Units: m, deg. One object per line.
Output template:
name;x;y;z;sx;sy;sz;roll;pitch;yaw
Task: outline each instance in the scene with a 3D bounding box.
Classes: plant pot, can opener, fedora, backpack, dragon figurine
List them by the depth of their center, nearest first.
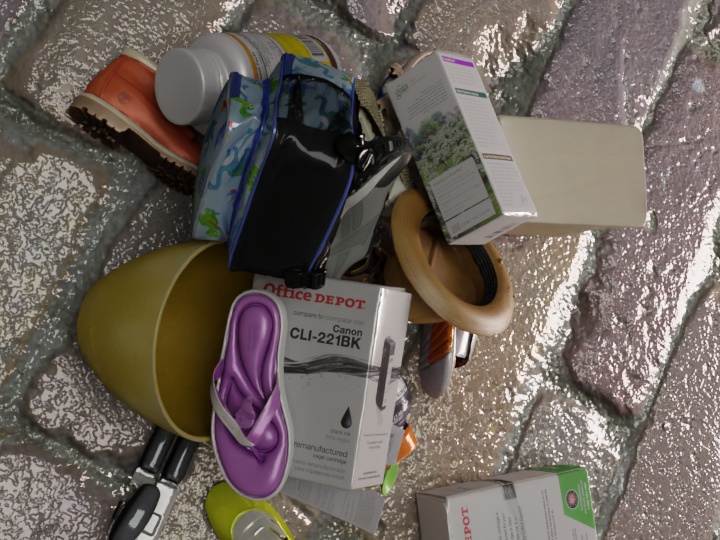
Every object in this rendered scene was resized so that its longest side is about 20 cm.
backpack;-0.076;-0.109;0.997;0.147;0.183;0.200;17;35;-8
plant pot;-0.198;0.061;1.058;0.200;0.142;0.200;-21;115;-58
can opener;-0.202;0.203;1.103;0.053;0.066;0.200;29;69;-18
fedora;0.084;0.004;1.159;0.201;0.082;0.201;32;36;-27
dragon figurine;0.025;-0.189;1.247;0.059;0.099;0.200;34;54;-19

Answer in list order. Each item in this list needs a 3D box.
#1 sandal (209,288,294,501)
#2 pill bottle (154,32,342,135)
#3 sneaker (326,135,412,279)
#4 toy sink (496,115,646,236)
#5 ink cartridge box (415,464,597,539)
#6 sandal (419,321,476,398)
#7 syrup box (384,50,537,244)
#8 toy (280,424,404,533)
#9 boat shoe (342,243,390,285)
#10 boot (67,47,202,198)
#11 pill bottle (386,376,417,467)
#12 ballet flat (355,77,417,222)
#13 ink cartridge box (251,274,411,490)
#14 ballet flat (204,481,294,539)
sandal;-0.110;0.118;1.000;0.082;0.050;0.203;-4;82;13
pill bottle;-0.118;-0.199;1.123;0.200;0.109;0.109;-13;89;-48
sneaker;-0.004;-0.061;1.114;0.079;0.200;0.074;26;32;-23
toy sink;0.239;-0.112;1.309;0.200;0.112;0.130;0;84;-19
ink cartridge box;0.176;0.319;1.246;0.200;0.084;0.146;-5;86;-25
sandal;0.116;0.050;1.252;0.059;0.079;0.207;10;78;-20
syrup box;0.109;-0.134;1.150;0.081;0.079;0.200;-3;68;-52
toy;-0.049;0.187;1.121;0.047;0.200;0.115;3;104;-62
boat shoe;0.000;-0.001;1.211;0.200;0.068;0.072;32;72;-18
boot;-0.202;-0.155;1.138;0.200;0.075;0.107;37;66;-15
pill bottle;-0.011;0.124;1.172;0.106;0.106;0.200;-30;96;-24
ballet flat;0.013;-0.115;1.158;0.068;0.075;0.200;-16;123;14
ink cartridge box;-0.041;0.105;1.051;0.084;0.144;0.200;16;82;-66
ballet flat;-0.091;0.311;1.136;0.067;0.067;0.200;-38;100;-22
